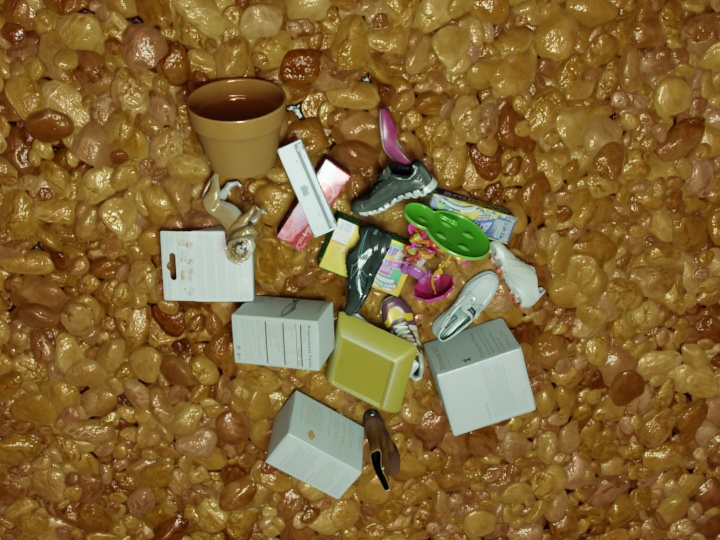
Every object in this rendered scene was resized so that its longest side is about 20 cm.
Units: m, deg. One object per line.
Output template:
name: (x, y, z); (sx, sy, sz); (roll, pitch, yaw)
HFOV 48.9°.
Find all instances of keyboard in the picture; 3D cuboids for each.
keyboard: (-0.110, -0.169, 1.652); (0.055, 0.011, 0.203); (-20, 106, 9)

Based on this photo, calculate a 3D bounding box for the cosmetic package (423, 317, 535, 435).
cosmetic package: (0.271, 0.241, 1.814); (0.197, 0.168, 0.169); (-18, 111, 0)

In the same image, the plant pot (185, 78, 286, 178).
plant pot: (-0.241, -0.277, 1.579); (0.196, 0.201, 0.142); (-4, 126, -4)

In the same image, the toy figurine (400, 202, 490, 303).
toy figurine: (0.148, -0.020, 1.683); (0.198, 0.151, 0.186); (26, 126, 1)

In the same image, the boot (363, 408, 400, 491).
boot: (0.060, 0.445, 1.845); (0.067, 0.200, 0.191); (-13, 110, -1)

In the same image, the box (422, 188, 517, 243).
box: (0.235, -0.122, 1.734); (0.197, 0.070, 0.065); (16, 109, -11)

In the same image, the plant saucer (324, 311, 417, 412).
plant saucer: (0.011, 0.218, 1.776); (0.197, 0.048, 0.203); (23, 124, 15)

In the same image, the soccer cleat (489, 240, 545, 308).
soccer cleat: (0.351, -0.002, 1.792); (0.077, 0.069, 0.201); (-36, 119, -1)

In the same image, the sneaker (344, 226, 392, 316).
sneaker: (0.000, 0.000, 1.700); (0.078, 0.075, 0.203); (23, 100, 1)

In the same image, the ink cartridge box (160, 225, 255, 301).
ink cartridge box: (-0.331, -0.015, 1.731); (0.196, 0.047, 0.163); (0, 109, -3)

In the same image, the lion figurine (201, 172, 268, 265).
lion figurine: (-0.277, -0.118, 1.664); (0.122, 0.072, 0.200); (-43, 76, 7)

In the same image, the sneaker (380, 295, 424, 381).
sneaker: (0.104, 0.154, 1.807); (0.074, 0.090, 0.202); (-23, 111, 2)

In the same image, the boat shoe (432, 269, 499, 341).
boat shoe: (0.248, 0.089, 1.811); (0.073, 0.067, 0.201); (36, 102, -17)

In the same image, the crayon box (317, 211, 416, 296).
crayon box: (0.017, -0.036, 1.749); (0.197, 0.058, 0.120); (21, 106, -13)

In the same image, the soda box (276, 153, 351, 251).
soda box: (-0.101, -0.145, 1.697); (0.069, 0.064, 0.201); (30, 103, -15)

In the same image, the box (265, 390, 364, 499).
box: (-0.101, 0.402, 1.832); (0.198, 0.153, 0.107); (31, 118, -14)

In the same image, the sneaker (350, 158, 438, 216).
sneaker: (0.058, -0.180, 1.662); (0.197, 0.067, 0.091); (-18, 123, 22)

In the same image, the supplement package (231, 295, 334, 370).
supplement package: (-0.166, 0.134, 1.728); (0.196, 0.117, 0.119); (4, 110, 14)

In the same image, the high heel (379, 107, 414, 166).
high heel: (0.098, -0.255, 1.671); (0.094, 0.068, 0.203); (-12, 115, 9)

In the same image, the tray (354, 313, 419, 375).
tray: (0.029, 0.186, 1.793); (0.199, 0.022, 0.108); (38, 126, 5)
